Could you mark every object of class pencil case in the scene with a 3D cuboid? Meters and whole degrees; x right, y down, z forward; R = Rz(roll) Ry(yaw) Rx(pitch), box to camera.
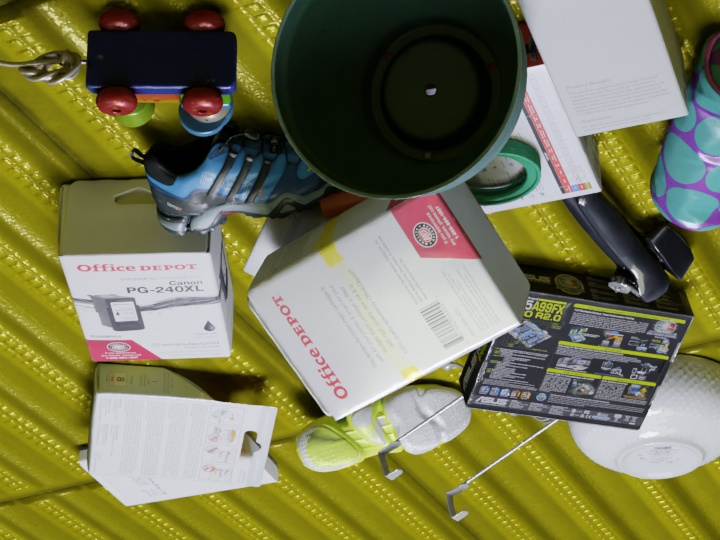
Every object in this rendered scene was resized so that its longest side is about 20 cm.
[{"bbox_3d":[0.311,-0.117,1.648,0.092,0.085,0.200,27,150,9],"label":"pencil case"}]

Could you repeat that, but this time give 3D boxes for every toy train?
[{"bbox_3d":[-0.200,-0.156,1.596,0.198,0.085,0.116,0,162,-1],"label":"toy train"}]

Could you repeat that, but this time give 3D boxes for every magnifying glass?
[{"bbox_3d":[0.061,-0.076,1.683,0.198,0.023,0.080,-12,146,15],"label":"magnifying glass"}]

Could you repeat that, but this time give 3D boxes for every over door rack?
[{"bbox_3d":[0.123,0.162,2.083,0.200,0.067,0.147,-45,135,11],"label":"over door rack"}]

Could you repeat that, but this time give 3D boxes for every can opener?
[{"bbox_3d":[0.242,-0.034,1.824,0.063,0.079,0.200,25,170,48],"label":"can opener"}]

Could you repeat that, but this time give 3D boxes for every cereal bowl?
[{"bbox_3d":[0.328,0.175,2.130,0.198,0.084,0.201,0,149,0],"label":"cereal bowl"}]

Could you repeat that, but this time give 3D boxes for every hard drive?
[{"bbox_3d":[-0.213,0.229,2.267,0.198,0.026,0.132,-11,147,17],"label":"hard drive"}]

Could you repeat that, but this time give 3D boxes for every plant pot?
[{"bbox_3d":[0.044,-0.150,1.517,0.199,0.202,0.134,-10,174,16],"label":"plant pot"}]

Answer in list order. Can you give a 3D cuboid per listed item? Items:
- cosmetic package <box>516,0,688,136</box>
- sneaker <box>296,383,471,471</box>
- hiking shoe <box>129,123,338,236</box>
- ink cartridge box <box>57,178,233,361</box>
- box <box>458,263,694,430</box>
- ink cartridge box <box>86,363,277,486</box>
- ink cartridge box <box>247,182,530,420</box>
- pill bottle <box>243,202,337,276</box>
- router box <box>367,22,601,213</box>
[{"bbox_3d":[0.193,-0.196,1.532,0.101,0.075,0.200,-10,146,15],"label":"cosmetic package"},{"bbox_3d":[0.021,0.170,2.151,0.198,0.076,0.105,-11,-177,-7],"label":"sneaker"},{"bbox_3d":[-0.097,-0.093,1.696,0.198,0.075,0.087,-17,127,8],"label":"hiking shoe"},{"bbox_3d":[-0.202,0.002,1.839,0.144,0.084,0.201,-2,149,2],"label":"ink cartridge box"},{"bbox_3d":[0.218,0.080,1.959,0.198,0.044,0.161,8,126,-15],"label":"box"},{"bbox_3d":[-0.201,0.173,2.140,0.198,0.057,0.163,2,141,-11],"label":"ink cartridge box"},{"bbox_3d":[0.024,0.016,1.658,0.199,0.084,0.146,-28,106,22],"label":"ink cartridge box"},{"bbox_3d":[0.000,0.000,1.767,0.199,0.116,0.116,26,145,-2],"label":"pill bottle"},{"bbox_3d":[0.100,-0.123,1.670,0.178,0.049,0.200,-10,147,16],"label":"router box"}]
